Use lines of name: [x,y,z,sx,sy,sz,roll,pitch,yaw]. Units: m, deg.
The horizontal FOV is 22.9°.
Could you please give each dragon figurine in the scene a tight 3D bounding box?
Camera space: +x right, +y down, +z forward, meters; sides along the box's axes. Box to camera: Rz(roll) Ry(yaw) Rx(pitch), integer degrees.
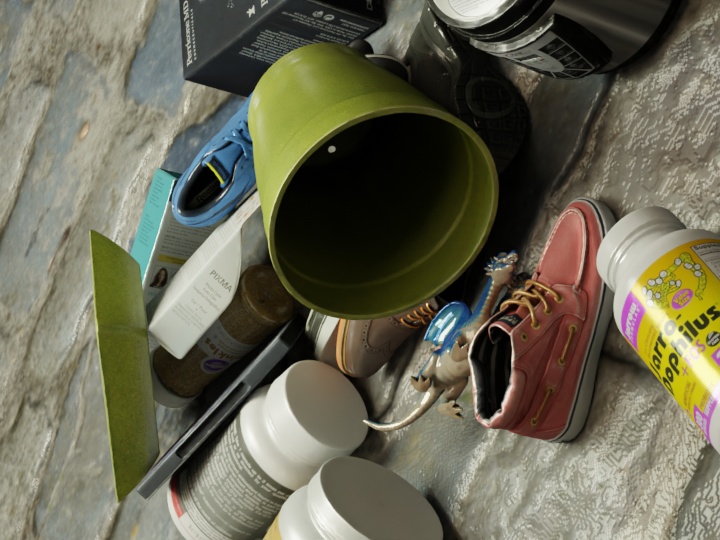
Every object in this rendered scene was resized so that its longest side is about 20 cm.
dragon figurine: [0.085,0.067,1.507,0.200,0.059,0.100,-49,11,38]

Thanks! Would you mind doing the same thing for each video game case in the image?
video game case: [-0.130,0.127,1.699,0.200,0.019,0.143,-48,2,9]

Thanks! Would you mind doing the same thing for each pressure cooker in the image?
pressure cooker: [0.141,-0.258,1.420,0.177,0.199,0.179,-57,43,24]

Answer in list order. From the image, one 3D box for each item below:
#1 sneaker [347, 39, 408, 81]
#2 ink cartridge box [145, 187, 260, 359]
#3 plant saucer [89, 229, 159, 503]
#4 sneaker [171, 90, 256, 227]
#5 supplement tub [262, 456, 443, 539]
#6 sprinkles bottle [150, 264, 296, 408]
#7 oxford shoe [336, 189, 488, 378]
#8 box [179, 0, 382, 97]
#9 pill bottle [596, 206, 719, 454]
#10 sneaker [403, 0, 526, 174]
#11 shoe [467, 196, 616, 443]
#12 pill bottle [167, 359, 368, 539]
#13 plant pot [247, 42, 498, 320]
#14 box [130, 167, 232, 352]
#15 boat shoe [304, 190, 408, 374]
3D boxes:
sneaker: [-0.010,-0.187,1.683,0.200,0.071,0.084,-22,50,65]
ink cartridge box: [-0.128,-0.011,1.729,0.200,0.047,0.160,-46,10,-1]
plant saucer: [-0.229,0.088,1.737,0.200,0.047,0.201,-109,15,-60]
sneaker: [-0.113,-0.122,1.761,0.200,0.066,0.078,-49,0,3]
supplement tub: [-0.028,0.277,1.542,0.201,0.144,0.145,-60,41,23]
sprinkles bottle: [-0.148,0.069,1.817,0.200,0.068,0.069,-39,52,40]
oxford shoe: [0.044,0.024,1.579,0.073,0.071,0.201,50,120,41]
box: [-0.088,-0.306,1.800,0.199,0.117,0.199,-30,58,46]
pill bottle: [0.250,0.041,1.276,0.105,0.104,0.200,-59,41,23]
sneaker: [0.088,-0.151,1.578,0.091,0.075,0.201,-56,35,41]
shoe: [0.147,0.035,1.422,0.071,0.090,0.202,8,88,53]
pill bottle: [-0.086,0.179,1.670,0.200,0.113,0.115,-45,48,36]
plant pot: [-0.011,-0.096,1.512,0.201,0.199,0.193,-60,34,22]
box: [-0.204,-0.002,1.898,0.049,0.082,0.202,28,103,52]
boat shoe: [0.000,0.000,1.641,0.201,0.070,0.064,-61,41,24]
